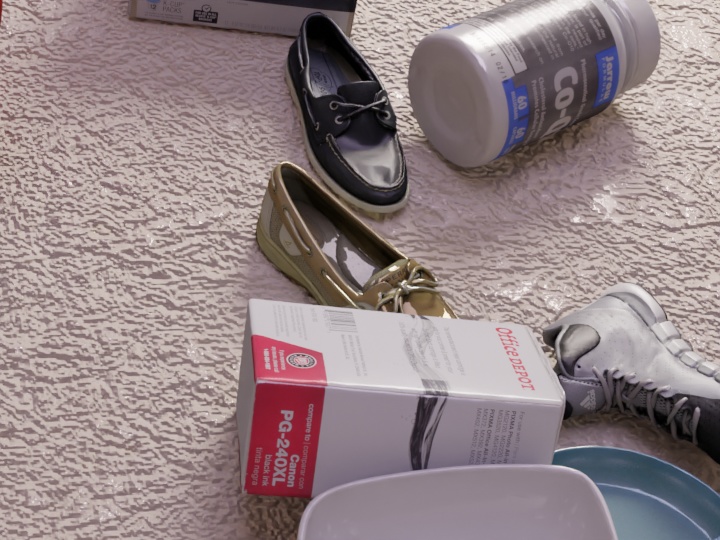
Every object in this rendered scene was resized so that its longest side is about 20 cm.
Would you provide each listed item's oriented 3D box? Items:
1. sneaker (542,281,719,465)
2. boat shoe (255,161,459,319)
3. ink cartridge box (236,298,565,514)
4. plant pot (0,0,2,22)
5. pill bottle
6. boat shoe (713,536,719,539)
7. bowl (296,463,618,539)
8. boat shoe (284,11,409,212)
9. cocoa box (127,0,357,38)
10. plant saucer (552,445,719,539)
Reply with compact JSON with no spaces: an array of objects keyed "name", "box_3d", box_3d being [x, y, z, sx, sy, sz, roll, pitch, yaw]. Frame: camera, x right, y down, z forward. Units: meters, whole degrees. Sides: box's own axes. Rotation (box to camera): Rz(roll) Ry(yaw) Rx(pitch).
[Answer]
[{"name":"sneaker","box_3d":[0.196,0.096,1.253,0.114,0.076,0.200,-19,42,-22]},{"name":"boat shoe","box_3d":[0.001,-0.002,1.301,0.073,0.064,0.200,-28,57,-33]},{"name":"ink cartridge box","box_3d":[0.022,0.088,1.168,0.197,0.084,0.145,6,18,-7]},{"name":"plant pot","box_3d":[-0.359,-0.158,1.288,0.198,0.184,0.202,6,44,-6]},{"name":"pill bottle","box_3d":[0.146,-0.168,1.464,0.199,0.114,0.114,-25,55,-31]},{"name":"boat shoe","box_3d":[0.307,0.224,1.105,0.199,0.073,0.072,39,17,1]},{"name":"bowl","box_3d":[0.061,0.221,1.062,0.197,0.075,0.202,-4,57,-5]},{"name":"boat shoe","box_3d":[-0.008,-0.133,1.427,0.074,0.067,0.201,-4,47,-17]},{"name":"cocoa box","box_3d":[-0.094,-0.296,1.523,0.197,0.132,0.134,6,44,-7]},{"name":"plant saucer","box_3d":[0.172,0.202,1.166,0.198,0.028,0.201,7,44,-6]}]
